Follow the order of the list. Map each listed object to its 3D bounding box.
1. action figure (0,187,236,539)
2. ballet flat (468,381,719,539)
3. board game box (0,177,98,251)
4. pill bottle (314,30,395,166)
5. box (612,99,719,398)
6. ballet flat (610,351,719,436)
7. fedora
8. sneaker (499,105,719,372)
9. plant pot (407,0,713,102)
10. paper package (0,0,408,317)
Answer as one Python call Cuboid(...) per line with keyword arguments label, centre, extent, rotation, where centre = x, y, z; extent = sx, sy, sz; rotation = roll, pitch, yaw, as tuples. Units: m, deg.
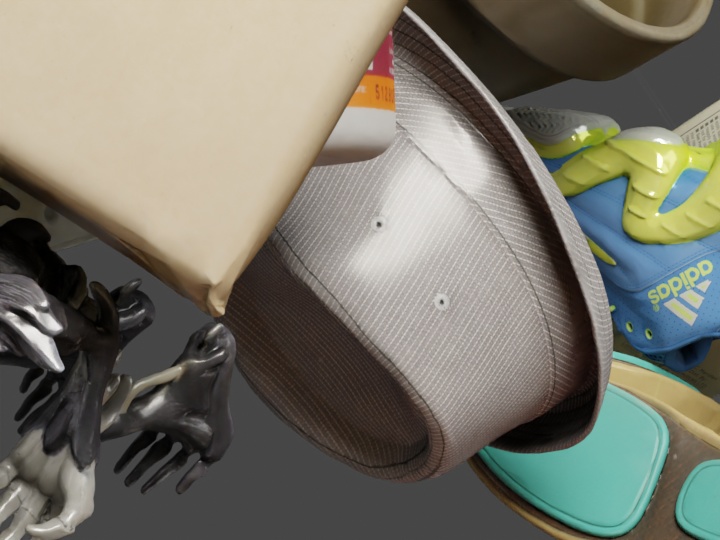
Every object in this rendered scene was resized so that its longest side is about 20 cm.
Cuboid(label="action figure", centre=(-0.114, 0.029, 0.783), extent=(0.118, 0.102, 0.200), rotation=(30, 0, 27))
Cuboid(label="ballet flat", centre=(0.127, 0.095, 1.050), extent=(0.069, 0.199, 0.063), rotation=(-59, 146, -14))
Cuboid(label="board game box", centre=(-0.140, -0.100, 0.861), extent=(0.199, 0.026, 0.201), rotation=(-19, 101, -45))
Cuboid(label="pill bottle", centre=(-0.046, -0.135, 0.864), extent=(0.109, 0.109, 0.202), rotation=(-1, 88, -55))
Cuboid(label="box", centre=(0.186, -0.025, 1.191), extent=(0.078, 0.200, 0.095), rotation=(31, 40, -37))
Cuboid(label="ballet flat", centre=(0.137, 0.083, 1.162), extent=(0.199, 0.068, 0.063), rotation=(20, 62, -44))
Cuboid(label="fedora", centre=(0.000, 0.000, 0.982), extent=(0.090, 0.177, 0.201), rotation=(-36, 94, -29))
Cuboid(label="sneaker", centre=(0.107, -0.013, 1.137), extent=(0.076, 0.199, 0.106), rotation=(0, 98, -55))
Cuboid(label="plant pot", centre=(0.019, -0.138, 1.080), extent=(0.200, 0.173, 0.201), rotation=(35, 37, -32))
Cuboid(label="paper package", centre=(-0.070, -0.121, 0.754), extent=(0.190, 0.201, 0.103), rotation=(32, -4, -6))
